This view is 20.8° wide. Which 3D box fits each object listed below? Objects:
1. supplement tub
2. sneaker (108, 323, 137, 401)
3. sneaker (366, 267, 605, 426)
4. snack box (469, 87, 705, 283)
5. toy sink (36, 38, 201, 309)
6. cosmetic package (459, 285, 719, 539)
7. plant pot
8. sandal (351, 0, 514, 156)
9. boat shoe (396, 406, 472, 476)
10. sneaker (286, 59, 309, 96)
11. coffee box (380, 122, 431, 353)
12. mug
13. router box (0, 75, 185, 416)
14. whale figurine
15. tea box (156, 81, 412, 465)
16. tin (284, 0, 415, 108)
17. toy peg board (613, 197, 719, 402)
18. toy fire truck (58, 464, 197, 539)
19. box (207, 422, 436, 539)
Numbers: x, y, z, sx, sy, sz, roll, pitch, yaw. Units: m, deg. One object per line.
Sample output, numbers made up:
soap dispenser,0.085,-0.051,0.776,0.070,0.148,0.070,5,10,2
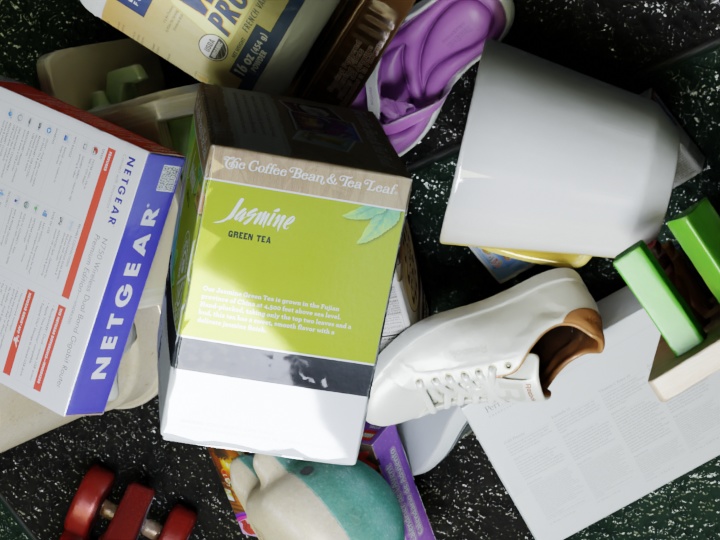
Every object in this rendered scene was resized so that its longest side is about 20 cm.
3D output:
supplement tub,-0.115,-0.221,1.414,0.199,0.145,0.145,31,128,-5
sneaker,-0.209,0.016,1.536,0.075,0.201,0.092,-12,137,26
sneaker,0.091,0.073,1.477,0.199,0.085,0.073,-28,136,3
snack box,0.163,-0.062,1.507,0.199,0.024,0.072,-30,110,33
toy sink,-0.141,-0.083,1.480,0.111,0.130,0.202,-11,94,36
cosmetic package,0.193,0.109,1.552,0.199,0.052,0.151,-28,116,4
plant pot,-0.285,0.062,1.607,0.199,0.183,0.202,20,125,31
sandal,0.036,-0.146,1.475,0.082,0.050,0.203,35,128,-7
boat shoe,0.082,0.108,1.632,0.056,0.069,0.200,-4,147,-32
sneaker,-0.072,-0.084,1.555,0.072,0.072,0.201,35,120,28
coffee box,0.000,0.000,1.519,0.079,0.114,0.201,-8,135,9
mug,0.146,-0.077,1.426,0.152,0.187,0.151,12,92,2
router box,-0.237,-0.020,1.423,0.178,0.049,0.202,24,100,27
whale figurine,-0.035,0.199,1.627,0.200,0.103,0.160,22,141,61
tea box,-0.057,-0.004,1.307,0.132,0.200,0.199,9,104,-10
tin,-0.008,-0.163,1.423,0.042,0.112,0.201,28,110,-14
toy peg board,0.275,-0.024,1.375,0.199,0.199,0.098,-33,94,18
toy fire truck,-0.240,0.291,1.800,0.111,0.168,0.201,25,128,0
box,-0.040,0.181,1.701,0.199,0.039,0.138,5,127,38
